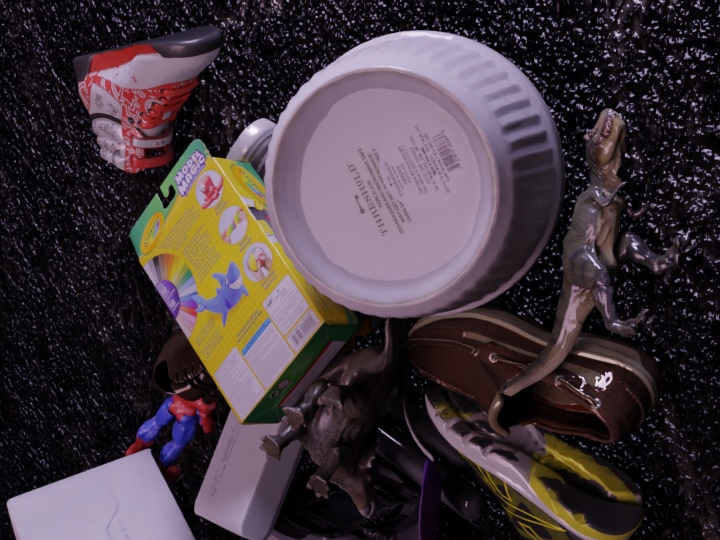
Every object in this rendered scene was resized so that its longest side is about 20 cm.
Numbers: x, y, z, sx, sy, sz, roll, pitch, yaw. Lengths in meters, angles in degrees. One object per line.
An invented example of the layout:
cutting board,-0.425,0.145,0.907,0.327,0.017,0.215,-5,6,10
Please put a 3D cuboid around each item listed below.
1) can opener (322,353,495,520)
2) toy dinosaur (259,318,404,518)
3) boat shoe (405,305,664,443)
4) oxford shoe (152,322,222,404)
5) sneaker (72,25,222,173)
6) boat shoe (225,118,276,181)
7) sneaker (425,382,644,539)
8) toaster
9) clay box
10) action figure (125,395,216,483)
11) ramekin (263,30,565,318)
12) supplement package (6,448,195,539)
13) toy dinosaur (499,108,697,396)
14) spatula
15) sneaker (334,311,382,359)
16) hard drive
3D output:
can opener,0.034,0.135,1.240,0.200,0.053,0.067,34,162,32
toy dinosaur,-0.011,0.098,1.133,0.077,0.102,0.200,25,125,22
boat shoe,0.105,0.076,1.080,0.202,0.075,0.075,6,134,40
oxford shoe,-0.108,0.075,1.268,0.073,0.084,0.200,43,151,-16
sneaker,-0.169,-0.143,1.317,0.201,0.067,0.108,-1,107,51
boat shoe,-0.079,-0.028,1.266,0.068,0.072,0.200,31,126,24
sneaker,0.116,0.151,1.128,0.200,0.074,0.085,40,143,37
toaster,-0.003,0.240,1.254,0.200,0.114,0.129,11,119,58
clay box,-0.094,0.005,1.180,0.115,0.048,0.200,-51,57,26
action figure,-0.165,0.130,1.441,0.065,0.052,0.200,50,143,14
ramekin,0.030,-0.061,1.046,0.200,0.105,0.200,3,99,19
supplement package,-0.219,0.317,1.440,0.200,0.147,0.191,90,155,-43
toy dinosaur,0.161,0.000,1.011,0.088,0.047,0.200,21,95,37
spatula,0.041,0.112,1.170,0.021,0.057,0.200,-14,64,9
sneaker,0.000,0.000,1.197,0.082,0.078,0.200,52,146,13
hard drive,-0.086,0.148,1.268,0.132,0.027,0.200,-69,13,-9
